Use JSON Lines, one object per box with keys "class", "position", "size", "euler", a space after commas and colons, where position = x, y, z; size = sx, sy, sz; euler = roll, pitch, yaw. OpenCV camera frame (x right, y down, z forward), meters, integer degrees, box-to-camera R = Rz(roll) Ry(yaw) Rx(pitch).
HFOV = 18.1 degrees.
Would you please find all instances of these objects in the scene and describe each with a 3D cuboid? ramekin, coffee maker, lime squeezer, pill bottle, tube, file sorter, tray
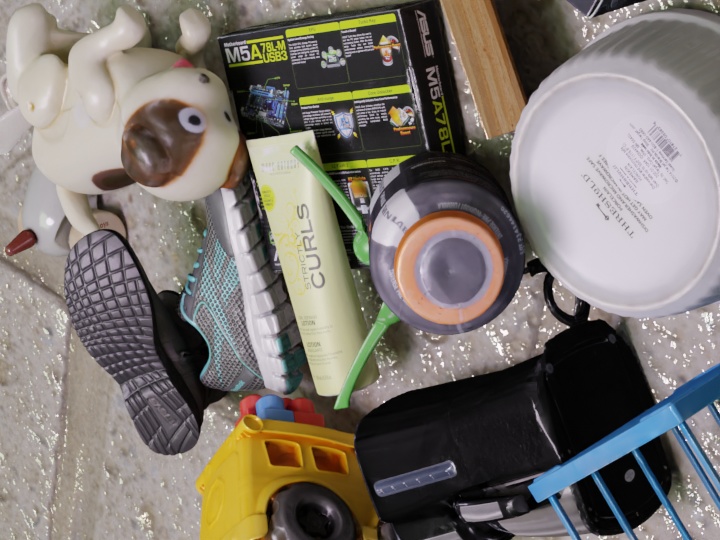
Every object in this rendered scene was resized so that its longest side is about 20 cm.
{"class": "ramekin", "position": [0.191, -0.064, 1.477], "size": [0.200, 0.105, 0.201], "euler": [14, 114, 35]}
{"class": "coffee maker", "position": [0.105, 0.111, 1.639], "size": [0.200, 0.134, 0.193], "euler": [-19, 68, 45]}
{"class": "lime squeezer", "position": [0.000, 0.000, 1.675], "size": [0.070, 0.038, 0.201], "euler": [-5, 103, 23]}
{"class": "pill bottle", "position": [0.057, -0.017, 1.540], "size": [0.106, 0.200, 0.107], "euler": [0, 100, 0]}
{"class": "tube", "position": [-0.036, -0.006, 1.709], "size": [0.058, 0.052, 0.201], "euler": [-14, 101, 6]}
{"class": "file sorter", "position": [0.238, 0.128, 1.450], "size": [0.139, 0.200, 0.123], "euler": [-37, 82, 45]}
{"class": "tray", "position": [0.071, -0.192, 1.564], "size": [0.037, 0.099, 0.201], "euler": [-19, 93, 4]}

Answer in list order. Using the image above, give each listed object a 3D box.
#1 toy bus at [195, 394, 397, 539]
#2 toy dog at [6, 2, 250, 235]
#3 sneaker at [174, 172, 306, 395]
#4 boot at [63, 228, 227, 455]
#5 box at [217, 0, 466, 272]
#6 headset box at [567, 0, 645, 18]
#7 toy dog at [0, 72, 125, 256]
{"class": "toy bus", "position": [-0.030, 0.181, 1.773], "size": [0.136, 0.199, 0.193], "euler": [-54, 34, 44]}
{"class": "toy dog", "position": [-0.177, -0.115, 1.751], "size": [0.200, 0.139, 0.195], "euler": [17, 92, 47]}
{"class": "sneaker", "position": [-0.110, 0.008, 1.805], "size": [0.091, 0.078, 0.201], "euler": [-10, 97, 16]}
{"class": "boot", "position": [-0.174, 0.042, 1.843], "size": [0.069, 0.132, 0.201], "euler": [-14, 109, 14]}
{"class": "box", "position": [-0.009, -0.098, 1.710], "size": [0.199, 0.047, 0.194], "euler": [-3, 102, 45]}
{"class": "headset box", "position": [0.150, -0.254, 1.388], "size": [0.174, 0.200, 0.093], "euler": [44, 130, 22]}
{"class": "toy dog", "position": [-0.273, -0.090, 1.930], "size": [0.132, 0.096, 0.201], "euler": [-17, 94, 45]}
